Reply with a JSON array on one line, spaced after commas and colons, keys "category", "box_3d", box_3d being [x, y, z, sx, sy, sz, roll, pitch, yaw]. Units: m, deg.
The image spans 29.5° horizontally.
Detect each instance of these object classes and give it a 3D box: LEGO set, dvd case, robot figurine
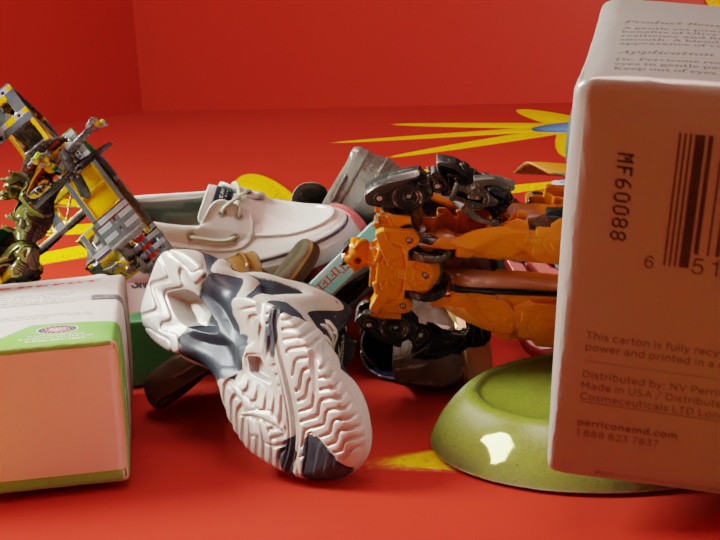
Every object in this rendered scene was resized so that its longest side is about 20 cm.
[{"category": "LEGO set", "box_3d": [-0.218, -0.026, 0.930, 0.153, 0.116, 0.200, -37, -23, -8]}, {"category": "dvd case", "box_3d": [0.000, 0.000, 1.019, 0.146, 0.022, 0.200, -44, -4, 22]}, {"category": "robot figurine", "box_3d": [0.088, -0.008, 0.817, 0.198, 0.146, 0.058, 5, 37, 0]}]

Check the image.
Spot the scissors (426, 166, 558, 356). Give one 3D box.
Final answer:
[{"category": "scissors", "box_3d": [0.117, -0.013, 0.994, 0.073, 0.014, 0.201, -17, 53, -13]}]

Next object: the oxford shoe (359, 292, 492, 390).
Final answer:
[{"category": "oxford shoe", "box_3d": [0.029, 0.033, 0.949, 0.072, 0.072, 0.200, -12, 12, -10]}]

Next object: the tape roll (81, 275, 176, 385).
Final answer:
[{"category": "tape roll", "box_3d": [-0.177, 0.040, 1.036, 0.199, 0.049, 0.200, -3, 11, 1]}]

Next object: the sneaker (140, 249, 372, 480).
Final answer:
[{"category": "sneaker", "box_3d": [-0.030, 0.056, 0.814, 0.129, 0.080, 0.199, 9, 14, -45]}]

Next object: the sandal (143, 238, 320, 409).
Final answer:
[{"category": "sandal", "box_3d": [-0.090, 0.023, 0.933, 0.080, 0.054, 0.200, -45, -1, 40]}]

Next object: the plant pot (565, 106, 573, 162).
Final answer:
[{"category": "plant pot", "box_3d": [0.274, -0.101, 1.231, 0.199, 0.202, 0.134, 0, 18, 19]}]

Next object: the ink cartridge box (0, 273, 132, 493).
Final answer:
[{"category": "ink cartridge box", "box_3d": [-0.211, 0.065, 0.823, 0.144, 0.085, 0.200, -5, 10, -7]}]

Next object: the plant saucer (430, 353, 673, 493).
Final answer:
[{"category": "plant saucer", "box_3d": [0.138, 0.078, 0.778, 0.198, 0.031, 0.200, -4, 12, 1]}]

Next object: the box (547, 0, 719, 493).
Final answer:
[{"category": "box", "box_3d": [0.200, -0.012, 0.660, 0.198, 0.201, 0.171, 7, 25, 11]}]

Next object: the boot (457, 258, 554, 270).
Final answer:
[{"category": "boot", "box_3d": [0.119, -0.010, 1.178, 0.130, 0.068, 0.200, -2, 3, 34]}]

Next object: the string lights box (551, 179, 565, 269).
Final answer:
[{"category": "string lights box", "box_3d": [0.250, -0.022, 1.054, 0.198, 0.104, 0.059, -4, 11, 4]}]

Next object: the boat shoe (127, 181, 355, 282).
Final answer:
[{"category": "boat shoe", "box_3d": [-0.105, -0.033, 1.048, 0.199, 0.067, 0.074, -8, 31, 6]}]

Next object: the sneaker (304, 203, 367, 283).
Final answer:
[{"category": "sneaker", "box_3d": [-0.091, -0.007, 1.131, 0.199, 0.074, 0.087, -13, 16, 33]}]

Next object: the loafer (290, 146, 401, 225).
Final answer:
[{"category": "loafer", "box_3d": [-0.033, -0.046, 1.184, 0.200, 0.070, 0.070, -37, 18, 45]}]
